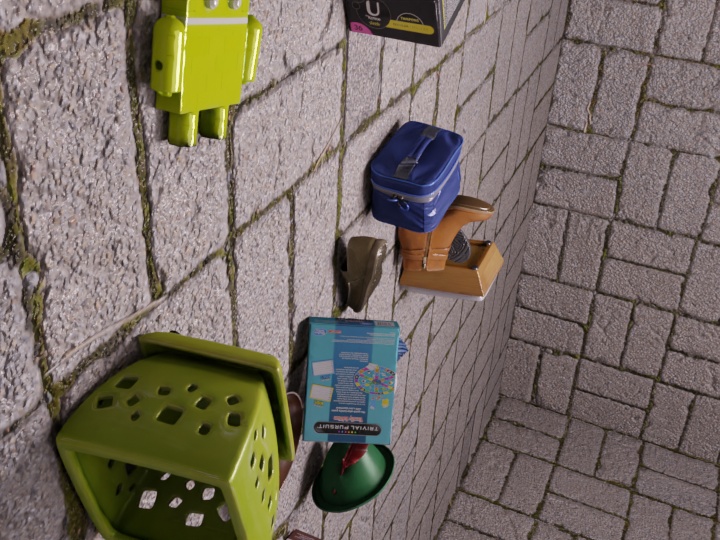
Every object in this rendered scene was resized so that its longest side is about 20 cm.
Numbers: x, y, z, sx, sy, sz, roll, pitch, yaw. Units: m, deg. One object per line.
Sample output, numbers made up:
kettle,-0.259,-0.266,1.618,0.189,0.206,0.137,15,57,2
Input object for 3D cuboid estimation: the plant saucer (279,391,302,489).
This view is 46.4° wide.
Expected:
plant saucer,-0.148,0.284,1.316,0.200,0.034,0.203,15,90,-71

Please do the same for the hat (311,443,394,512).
hat,-0.037,0.321,1.555,0.177,0.198,0.166,62,2,-28

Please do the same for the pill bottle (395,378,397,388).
pill bottle,-0.009,0.208,1.538,0.200,0.112,0.115,10,96,-72

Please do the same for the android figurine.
android figurine,-0.158,-0.233,0.869,0.182,0.041,0.203,-32,136,-64

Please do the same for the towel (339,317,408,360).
towel,0.018,0.125,1.553,0.049,0.111,0.200,-62,162,4

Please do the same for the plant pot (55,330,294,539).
plant pot,-0.179,0.189,0.913,0.202,0.196,0.183,86,20,-44

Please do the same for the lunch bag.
lunch bag,0.098,-0.174,1.517,0.134,0.134,0.201,87,27,-42

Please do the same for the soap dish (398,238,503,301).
soap dish,0.201,-0.011,1.856,0.158,0.197,0.082,-50,141,-50

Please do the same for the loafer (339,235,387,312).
loafer,0.000,0.000,1.483,0.076,0.067,0.201,-56,169,-36

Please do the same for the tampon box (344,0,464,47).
tampon box,0.079,-0.446,1.222,0.127,0.148,0.202,78,33,-53

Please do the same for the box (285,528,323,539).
box,-0.109,0.605,1.584,0.075,0.099,0.203,-32,135,-64

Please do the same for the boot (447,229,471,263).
boot,0.203,-0.103,1.861,0.066,0.165,0.200,-45,173,23

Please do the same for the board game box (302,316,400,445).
board game box,-0.018,0.183,1.394,0.047,0.148,0.203,-109,-157,-79

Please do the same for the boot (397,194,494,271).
boot,0.176,-0.073,1.737,0.074,0.197,0.157,-69,160,-65
